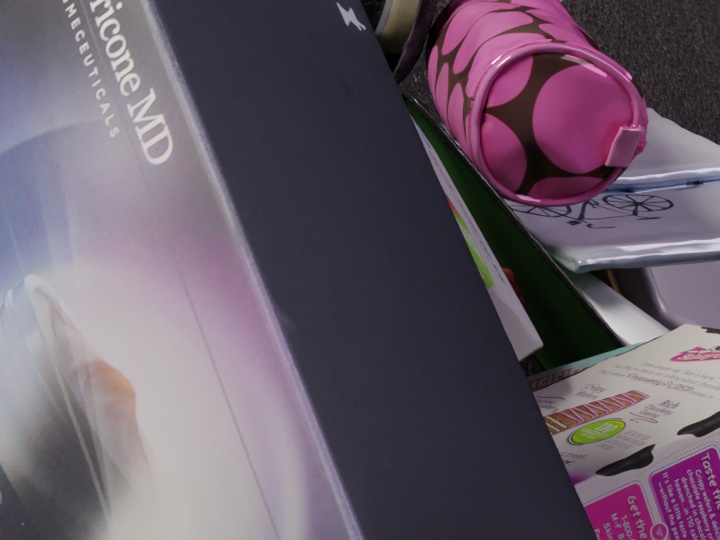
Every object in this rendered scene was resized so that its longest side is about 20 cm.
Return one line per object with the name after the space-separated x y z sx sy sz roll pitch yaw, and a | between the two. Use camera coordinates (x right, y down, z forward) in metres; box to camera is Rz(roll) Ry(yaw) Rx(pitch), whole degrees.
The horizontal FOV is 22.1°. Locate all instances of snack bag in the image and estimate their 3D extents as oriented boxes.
0.133 -0.046 0.950 0.187 0.022 0.200 -4 23 -26 | snack bag

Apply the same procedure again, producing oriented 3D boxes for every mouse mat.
0.066 -0.006 0.890 0.161 0.008 0.200 50 -6 5 | mouse mat

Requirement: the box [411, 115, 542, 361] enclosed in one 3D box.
-0.015 -0.064 0.695 0.200 0.041 0.156 51 9 -40 | box

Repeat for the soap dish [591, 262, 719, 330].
0.155 -0.015 1.108 0.157 0.081 0.201 25 40 -48 | soap dish

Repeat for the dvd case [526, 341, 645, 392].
0.132 0.115 0.853 0.200 0.145 0.022 42 49 -26 | dvd case

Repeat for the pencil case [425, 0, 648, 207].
0.086 -0.090 0.898 0.093 0.091 0.200 26 17 -10 | pencil case

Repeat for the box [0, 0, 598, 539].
-0.070 0.040 0.520 0.123 0.198 0.201 11 50 -56 | box

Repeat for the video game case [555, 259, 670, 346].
0.173 0.085 0.917 0.199 0.023 0.182 38 -11 26 | video game case

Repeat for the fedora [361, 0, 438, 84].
-0.010 -0.199 0.992 0.091 0.202 0.202 7 44 -11 | fedora

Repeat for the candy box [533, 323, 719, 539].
0.077 0.087 0.675 0.062 0.198 0.136 70 -15 -9 | candy box

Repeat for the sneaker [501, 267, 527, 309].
0.000 0.000 0.815 0.199 0.086 0.074 22 41 -49 | sneaker
